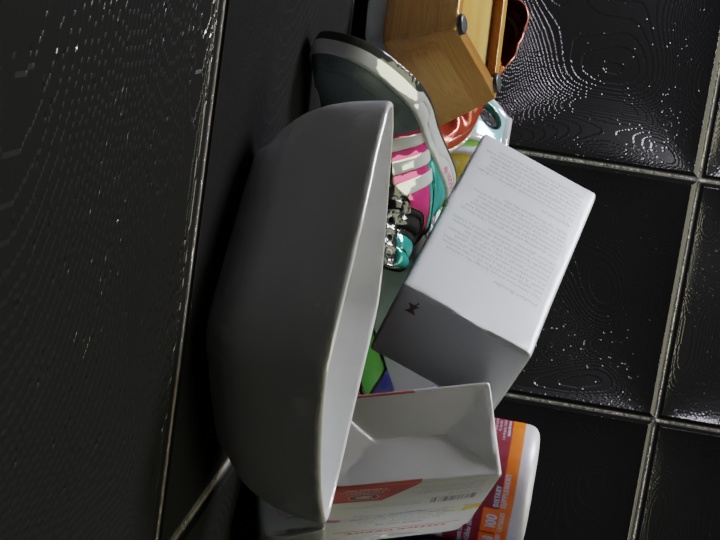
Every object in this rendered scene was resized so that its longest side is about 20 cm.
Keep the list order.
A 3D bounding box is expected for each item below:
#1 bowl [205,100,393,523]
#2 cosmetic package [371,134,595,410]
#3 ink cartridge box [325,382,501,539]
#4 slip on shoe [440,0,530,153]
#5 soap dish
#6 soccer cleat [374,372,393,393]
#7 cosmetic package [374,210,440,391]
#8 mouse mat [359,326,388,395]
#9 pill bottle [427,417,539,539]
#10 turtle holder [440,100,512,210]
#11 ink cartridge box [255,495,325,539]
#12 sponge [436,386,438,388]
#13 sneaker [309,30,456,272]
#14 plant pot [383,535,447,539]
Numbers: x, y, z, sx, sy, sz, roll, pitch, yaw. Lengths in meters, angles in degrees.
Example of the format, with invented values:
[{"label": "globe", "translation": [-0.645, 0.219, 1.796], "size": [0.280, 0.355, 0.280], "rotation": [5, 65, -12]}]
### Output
[{"label": "bowl", "translation": [-0.035, 0.023, 0.900], "size": [0.200, 0.074, 0.201], "rotation": [91, 9, -56]}, {"label": "cosmetic package", "translation": [0.093, -0.002, 1.169], "size": [0.071, 0.101, 0.200], "rotation": [-62, 178, 42]}, {"label": "ink cartridge box", "translation": [0.025, 0.142, 1.134], "size": [0.200, 0.116, 0.068], "rotation": [104, -19, -69]}, {"label": "slip on shoe", "translation": [0.094, -0.178, 1.436], "size": [0.200, 0.074, 0.061], "rotation": [-54, -179, -34]}, {"label": "soap dish", "translation": [0.070, -0.241, 1.315], "size": [0.157, 0.081, 0.201], "rotation": [47, 48, -62]}, {"label": "soccer cleat", "translation": [0.025, 0.079, 1.537], "size": [0.200, 0.083, 0.065], "rotation": [-90, -176, -63]}, {"label": "cosmetic package", "translation": [0.031, -0.026, 1.269], "size": [0.151, 0.051, 0.201], "rotation": [-67, 142, -63]}, {"label": "mouse mat", "translation": [0.000, 0.000, 1.236], "size": [0.200, 0.008, 0.162], "rotation": [-55, 131, -74]}, {"label": "pill bottle", "translation": [0.051, 0.174, 1.407], "size": [0.113, 0.199, 0.113], "rotation": [10, 90, -85]}, {"label": "turtle holder", "translation": [0.070, -0.108, 1.489], "size": [0.186, 0.131, 0.141], "rotation": [-67, 166, -70]}, {"label": "ink cartridge box", "translation": [-0.057, 0.151, 1.153], "size": [0.163, 0.057, 0.200], "rotation": [93, -13, -47]}, {"label": "sponge", "translation": [0.009, 0.185, 1.297], "size": [0.201, 0.030, 0.112], "rotation": [-64, -179, 3]}, {"label": "sneaker", "translation": [-0.004, -0.062, 1.078], "size": [0.121, 0.083, 0.200], "rotation": [-64, 149, -19]}, {"label": "plant pot", "translation": [0.028, 0.323, 1.440], "size": [0.200, 0.179, 0.201], "rotation": [25, 83, -84]}]
